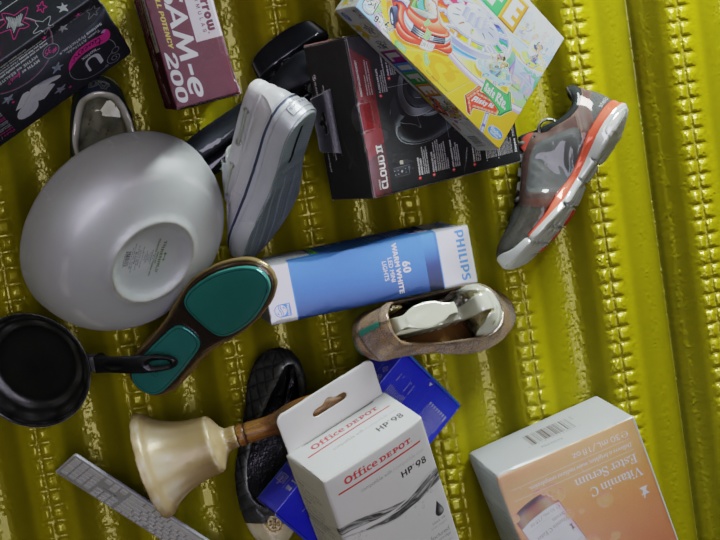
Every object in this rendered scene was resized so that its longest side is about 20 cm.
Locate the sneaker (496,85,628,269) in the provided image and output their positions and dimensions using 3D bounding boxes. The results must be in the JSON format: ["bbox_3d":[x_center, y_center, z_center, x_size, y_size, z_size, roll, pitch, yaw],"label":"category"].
[{"bbox_3d":[0.182,-0.095,1.490,0.082,0.077,0.200,34,88,15],"label":"sneaker"}]

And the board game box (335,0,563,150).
[{"bbox_3d":[0.085,-0.223,1.365,0.200,0.034,0.135,40,70,-29],"label":"board game box"}]

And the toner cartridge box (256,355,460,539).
[{"bbox_3d":[0.000,0.176,1.461,0.200,0.043,0.095,-50,122,-10],"label":"toner cartridge box"}]

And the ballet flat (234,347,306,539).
[{"bbox_3d":[-0.086,0.174,1.461,0.066,0.057,0.200,0,96,-14],"label":"ballet flat"}]

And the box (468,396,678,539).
[{"bbox_3d":[0.221,0.253,1.504,0.152,0.106,0.200,-23,100,-8],"label":"box"}]

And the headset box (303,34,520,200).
[{"bbox_3d":[0.043,-0.153,1.406,0.200,0.077,0.149,-17,100,-32],"label":"headset box"}]

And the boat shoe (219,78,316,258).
[{"bbox_3d":[-0.095,-0.096,1.398,0.067,0.074,0.200,38,132,15],"label":"boat shoe"}]

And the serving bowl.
[{"bbox_3d":[-0.203,-0.023,1.359,0.200,0.066,0.200,-23,134,-26],"label":"serving bowl"}]

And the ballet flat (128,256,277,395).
[{"bbox_3d":[-0.145,0.040,1.395,0.069,0.063,0.200,46,119,-9],"label":"ballet flat"}]

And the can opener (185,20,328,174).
[{"bbox_3d":[-0.096,-0.149,1.433,0.200,0.079,0.063,-43,141,-1],"label":"can opener"}]

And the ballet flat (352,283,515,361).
[{"bbox_3d":[0.086,0.047,1.437,0.200,0.067,0.068,-13,73,-36],"label":"ballet flat"}]

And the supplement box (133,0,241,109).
[{"bbox_3d":[-0.157,-0.201,1.335,0.061,0.200,0.109,-17,99,-8],"label":"supplement box"}]

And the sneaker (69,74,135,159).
[{"bbox_3d":[-0.238,-0.081,1.389,0.067,0.090,0.201,-5,97,-11],"label":"sneaker"}]

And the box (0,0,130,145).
[{"bbox_3d":[-0.330,-0.202,1.327,0.200,0.115,0.132,-36,70,-6],"label":"box"}]

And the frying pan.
[{"bbox_3d":[-0.275,0.076,1.403,0.190,0.031,0.115,-27,104,13],"label":"frying pan"}]

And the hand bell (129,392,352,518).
[{"bbox_3d":[-0.105,0.152,1.411,0.200,0.104,0.104,-19,99,5],"label":"hand bell"}]

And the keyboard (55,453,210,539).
[{"bbox_3d":[-0.201,0.239,1.451,0.200,0.056,0.011,35,59,-12],"label":"keyboard"}]

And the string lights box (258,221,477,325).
[{"bbox_3d":[0.000,0.000,1.436,0.200,0.103,0.059,-11,96,-9],"label":"string lights box"}]

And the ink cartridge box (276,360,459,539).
[{"bbox_3d":[0.008,0.198,1.399,0.116,0.067,0.200,-31,123,-21],"label":"ink cartridge box"}]
